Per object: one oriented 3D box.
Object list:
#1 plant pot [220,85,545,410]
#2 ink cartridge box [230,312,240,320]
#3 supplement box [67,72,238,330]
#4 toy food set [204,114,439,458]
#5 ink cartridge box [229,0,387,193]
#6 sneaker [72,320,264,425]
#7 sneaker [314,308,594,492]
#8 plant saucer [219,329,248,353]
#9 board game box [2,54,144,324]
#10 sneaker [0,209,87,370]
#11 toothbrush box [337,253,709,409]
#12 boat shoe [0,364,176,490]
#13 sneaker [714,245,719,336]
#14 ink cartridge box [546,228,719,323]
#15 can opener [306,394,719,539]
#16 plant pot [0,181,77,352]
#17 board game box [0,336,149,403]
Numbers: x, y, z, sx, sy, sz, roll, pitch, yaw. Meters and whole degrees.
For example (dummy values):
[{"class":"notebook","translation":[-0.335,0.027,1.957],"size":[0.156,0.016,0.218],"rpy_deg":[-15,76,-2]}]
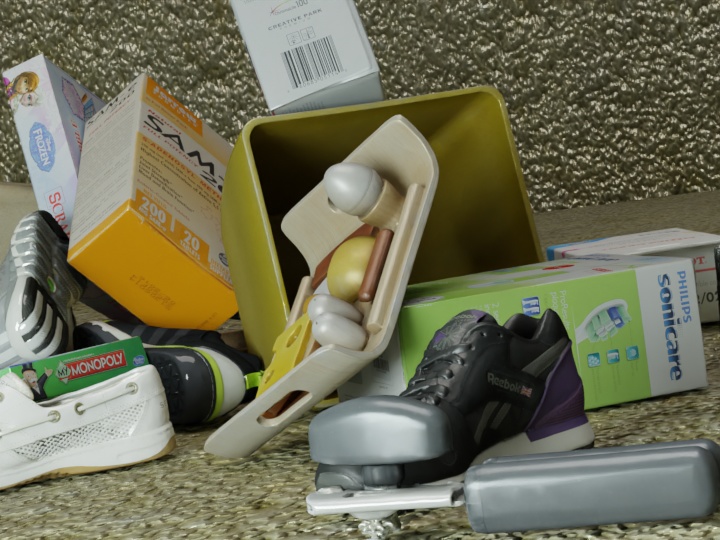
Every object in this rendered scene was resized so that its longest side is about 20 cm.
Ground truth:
[{"class":"plant pot","translation":[0.000,0.000,1.622],"size":[0.200,0.200,0.176],"rpy_deg":[-10,-9,-24]},{"class":"ink cartridge box","translation":[-0.010,0.008,1.847],"size":[0.200,0.085,0.144],"rpy_deg":[8,-4,-31]},{"class":"supplement box","translation":[-0.151,-0.047,1.758],"size":[0.073,0.126,0.200],"rpy_deg":[-39,28,22]},{"class":"toy food set","translation":[-0.030,0.010,1.393],"size":[0.143,0.060,0.200],"rpy_deg":[-40,22,43]},{"class":"ink cartridge box","translation":[-0.040,-0.167,1.666],"size":[0.084,0.176,0.200],"rpy_deg":[-20,-21,0]},{"class":"sneaker","translation":[-0.136,0.076,1.635],"size":[0.083,0.072,0.200],"rpy_deg":[-9,14,-35]},{"class":"sneaker","translation":[0.042,0.068,1.190],"size":[0.076,0.088,0.200],"rpy_deg":[-4,6,40]},{"class":"plant saucer","translation":[-0.142,0.078,1.792],"size":[0.200,0.036,0.200],"rpy_deg":[-8,3,0]},{"class":"board game box","translation":[-0.209,-0.052,1.861],"size":[0.041,0.200,0.200],"rpy_deg":[-23,-23,12]},{"class":"sneaker","translation":[-0.269,0.027,1.657],"size":[0.115,0.075,0.200],"rpy_deg":[-29,18,10]},{"class":"toothbrush box","translation":[0.096,0.045,1.434],"size":[0.200,0.086,0.146],"rpy_deg":[-8,4,-17]},{"class":"boat shoe","translation":[-0.217,0.098,1.420],"size":[0.200,0.070,0.071],"rpy_deg":[-11,6,-22]},{"class":"sneaker","translation":[0.285,0.016,1.525],"size":[0.090,0.079,0.200],"rpy_deg":[-4,5,11]},{"class":"ink cartridge box","translation":[0.222,0.010,1.787],"size":[0.115,0.068,0.200],"rpy_deg":[-9,4,-4]},{"class":"can opener","translation":[0.066,0.091,1.040],"size":[0.199,0.067,0.053],"rpy_deg":[-2,5,18]},{"class":"plant pot","translation":[-0.329,0.013,1.866],"size":[0.177,0.200,0.200],"rpy_deg":[-11,4,-6]},{"class":"board game box","translation":[-0.261,0.094,1.577],"size":[0.200,0.029,0.134],"rpy_deg":[-20,-5,35]}]
